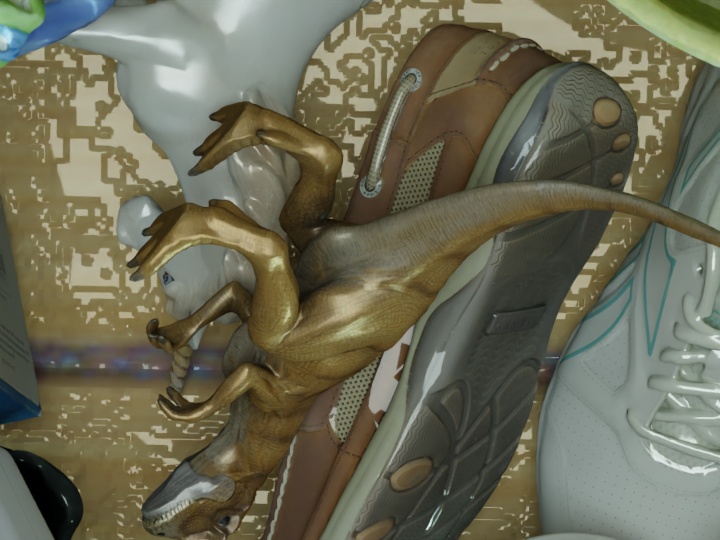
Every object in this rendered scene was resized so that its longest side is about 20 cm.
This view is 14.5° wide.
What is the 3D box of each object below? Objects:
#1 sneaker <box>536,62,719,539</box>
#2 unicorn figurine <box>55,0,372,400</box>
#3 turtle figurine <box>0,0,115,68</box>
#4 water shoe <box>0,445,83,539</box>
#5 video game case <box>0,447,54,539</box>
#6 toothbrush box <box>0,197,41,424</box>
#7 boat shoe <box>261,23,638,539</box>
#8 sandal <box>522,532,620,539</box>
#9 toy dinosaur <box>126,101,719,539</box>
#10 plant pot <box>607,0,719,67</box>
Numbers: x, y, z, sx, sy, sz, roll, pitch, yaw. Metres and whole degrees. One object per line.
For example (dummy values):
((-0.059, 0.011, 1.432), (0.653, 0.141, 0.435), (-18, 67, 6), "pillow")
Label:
((0.103, 0.015, 0.832), (0.070, 0.080, 0.202), (18, 97, -3), "sneaker")
((-0.041, -0.076, 0.825), (0.137, 0.074, 0.200), (44, 97, 0), "unicorn figurine")
((-0.083, -0.154, 0.692), (0.143, 0.200, 0.195), (5, 79, 26), "turtle figurine")
((-0.114, 0.151, 0.826), (0.071, 0.079, 0.202), (-4, 87, -37), "water shoe")
((-0.117, 0.178, 0.758), (0.183, 0.022, 0.200), (-50, 49, 20), "video game case")
((-0.203, 0.014, 0.792), (0.199, 0.146, 0.086), (-14, 79, 2), "toothbrush box")
((0.012, 0.020, 0.843), (0.072, 0.076, 0.201), (33, 106, 28), "boat shoe")
((0.111, 0.144, 0.822), (0.206, 0.059, 0.079), (29, 93, -21), "sandal")
((0.000, 0.000, 0.780), (0.106, 0.061, 0.200), (39, 124, -19), "toy dinosaur")
((0.123, -0.152, 0.762), (0.199, 0.184, 0.202), (0, 96, 1), "plant pot")
